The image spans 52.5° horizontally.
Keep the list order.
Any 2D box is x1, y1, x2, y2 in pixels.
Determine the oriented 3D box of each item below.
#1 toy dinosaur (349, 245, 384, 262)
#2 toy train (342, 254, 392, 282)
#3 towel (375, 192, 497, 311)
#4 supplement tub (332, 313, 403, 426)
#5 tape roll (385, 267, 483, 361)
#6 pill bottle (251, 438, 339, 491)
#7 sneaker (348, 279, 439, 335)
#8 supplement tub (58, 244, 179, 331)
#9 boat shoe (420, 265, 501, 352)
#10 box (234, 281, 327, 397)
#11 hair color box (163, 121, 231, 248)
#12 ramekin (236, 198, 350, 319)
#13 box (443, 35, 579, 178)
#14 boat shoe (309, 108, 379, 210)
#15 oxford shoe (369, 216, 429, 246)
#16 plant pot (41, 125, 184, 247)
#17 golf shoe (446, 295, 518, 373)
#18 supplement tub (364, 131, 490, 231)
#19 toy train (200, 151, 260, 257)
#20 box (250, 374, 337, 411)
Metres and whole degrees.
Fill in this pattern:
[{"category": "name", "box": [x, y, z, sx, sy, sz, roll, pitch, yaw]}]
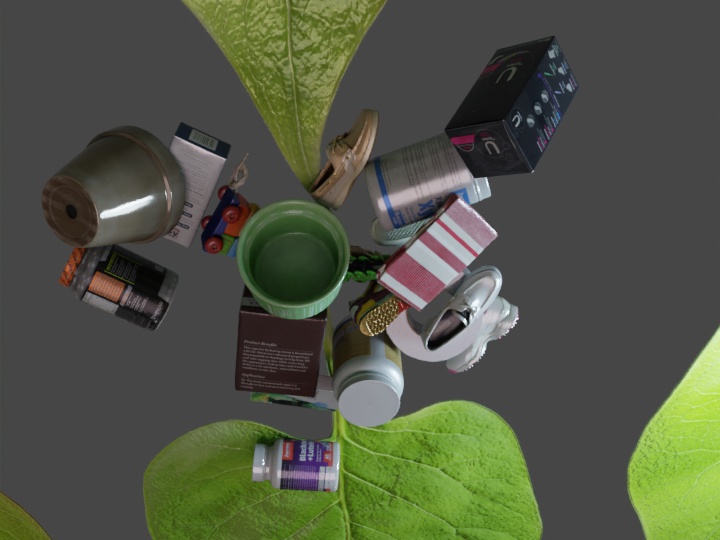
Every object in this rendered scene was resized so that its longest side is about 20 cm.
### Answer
[{"category": "toy dinosaur", "box": [0.027, -0.017, 1.374, 0.196, 0.101, 0.059, 21, 81, -8]}, {"category": "toy train", "box": [0.000, 0.000, 1.345, 0.198, 0.043, 0.056, -1, 154, 45]}, {"category": "towel", "box": [0.132, -0.028, 1.267, 0.200, 0.023, 0.143, -45, 133, 12]}, {"category": "supplement tub", "box": [0.013, 0.195, 1.466, 0.141, 0.202, 0.147, -1, 125, -1]}, {"category": "tape roll", "box": [0.140, 0.073, 1.433, 0.195, 0.066, 0.205, 0, 106, 2]}, {"category": "pill bottle", "box": [-0.149, 0.448, 1.689, 0.195, 0.112, 0.113, 4, 125, -6]}, {"category": "sneaker", "box": [0.066, 0.032, 1.351, 0.198, 0.090, 0.076, -31, 132, -5]}, {"category": "supplement tub", "box": [-0.453, 0.022, 1.377, 0.198, 0.124, 0.123, 28, 120, -19]}, {"category": "boat shoe", "box": [0.188, 0.075, 1.363, 0.199, 0.066, 0.072, -42, 100, 12]}, {"category": "box", "box": [-0.153, 0.114, 1.426, 0.162, 0.166, 0.203, 7, 124, -6]}, {"category": "hair color box", "box": [-0.312, -0.149, 1.302, 0.098, 0.061, 0.202, 23, 121, -14]}, {"category": "ramekin", "box": [-0.116, -0.014, 1.288, 0.195, 0.204, 0.098, 1, 157, -3]}, {"category": "box", "box": [0.241, -0.256, 1.151, 0.121, 0.202, 0.106, 0, 139, 48]}, {"category": "boat shoe", "box": [-0.032, -0.196, 1.273, 0.068, 0.074, 0.202, 17, 122, -19]}, {"category": "oxford shoe", "box": [0.110, -0.077, 1.375, 0.195, 0.058, 0.077, -2, 81, -10]}, {"category": "plant pot", "box": [-0.420, -0.120, 1.208, 0.196, 0.174, 0.204, 9, 115, 20]}, {"category": "golf shoe", "box": [0.235, 0.126, 1.515, 0.091, 0.076, 0.201, 37, 110, -12]}, {"category": "supplement tub", "box": [0.115, -0.159, 1.269, 0.196, 0.133, 0.133, -17, 124, 11]}, {"category": "toy train", "box": [-0.202, -0.109, 1.330, 0.114, 0.085, 0.201, 20, 118, -32]}, {"category": "box", "box": [-0.136, 0.257, 1.568, 0.196, 0.037, 0.145, 10, 152, -7]}]
